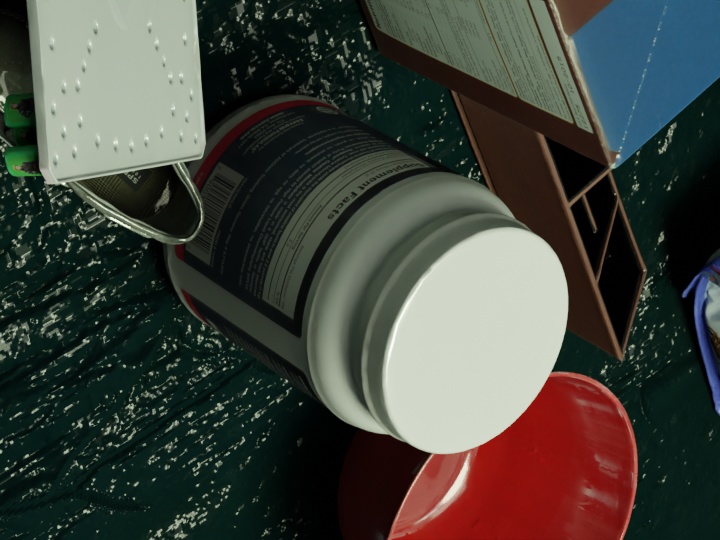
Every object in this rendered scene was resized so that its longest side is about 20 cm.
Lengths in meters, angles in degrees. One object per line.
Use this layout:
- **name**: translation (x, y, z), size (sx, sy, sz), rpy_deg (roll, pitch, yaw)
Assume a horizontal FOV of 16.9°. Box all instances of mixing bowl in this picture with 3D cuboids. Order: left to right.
- **mixing bowl**: translation (0.060, 0.135, 1.462), size (0.199, 0.108, 0.202), rpy_deg (-18, 121, -32)

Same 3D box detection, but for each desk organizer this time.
- **desk organizer**: translation (0.129, -0.047, 1.452), size (0.072, 0.077, 0.201), rpy_deg (-39, 131, -18)

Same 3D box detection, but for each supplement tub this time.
- **supplement tub**: translation (0.000, 0.000, 1.279), size (0.140, 0.200, 0.141), rpy_deg (-19, 123, -32)

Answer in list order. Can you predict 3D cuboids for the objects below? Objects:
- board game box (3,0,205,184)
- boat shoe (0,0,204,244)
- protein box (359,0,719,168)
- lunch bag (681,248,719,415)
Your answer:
- **board game box**: translation (-0.122, -0.146, 1.112), size (0.200, 0.026, 0.202), rpy_deg (-21, 108, -73)
- **boat shoe**: translation (-0.141, -0.081, 1.208), size (0.072, 0.071, 0.200), rpy_deg (-55, 135, -4)
- **protein box**: translation (0.118, -0.192, 1.283), size (0.198, 0.200, 0.135), rpy_deg (-40, 131, -18)
- **lunch bag**: translation (0.307, 0.009, 1.603), size (0.170, 0.124, 0.201), rpy_deg (-41, 140, -16)
